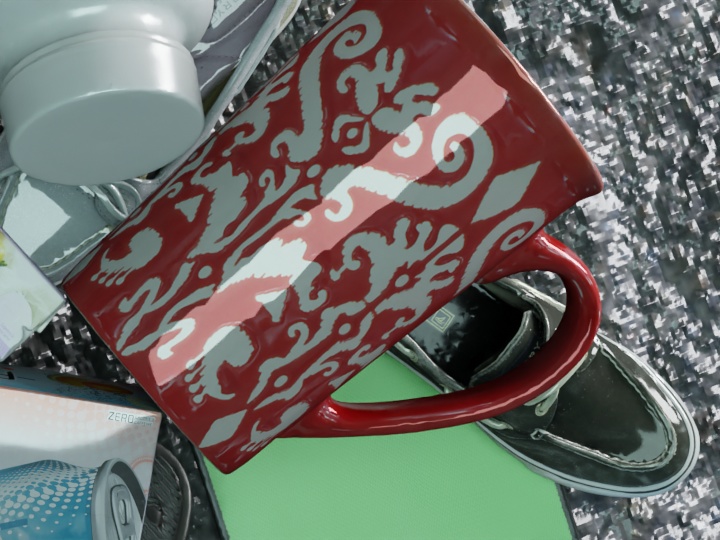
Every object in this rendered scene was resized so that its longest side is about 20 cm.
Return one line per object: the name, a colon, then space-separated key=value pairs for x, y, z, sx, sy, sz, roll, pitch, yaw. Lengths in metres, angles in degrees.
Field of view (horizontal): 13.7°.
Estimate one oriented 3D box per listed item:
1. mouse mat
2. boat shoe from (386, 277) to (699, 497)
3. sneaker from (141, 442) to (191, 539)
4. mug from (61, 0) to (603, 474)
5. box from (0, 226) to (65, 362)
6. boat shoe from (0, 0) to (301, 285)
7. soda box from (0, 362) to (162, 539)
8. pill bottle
mouse mat: x=0.018 y=0.119 z=1.374 sx=0.160 sy=0.008 sz=0.201 roll=-18 pitch=94 yaw=-8
boat shoe: x=0.068 y=0.043 z=1.345 sx=0.200 sy=0.064 sz=0.071 roll=30 pitch=86 yaw=-8
sneaker: x=-0.142 y=0.176 z=1.294 sx=0.083 sy=0.121 sz=0.200 roll=28 pitch=58 yaw=-8
mug: x=-0.003 y=-0.004 z=1.243 sx=0.200 sy=0.133 sz=0.178 roll=-40 pitch=80 yaw=-3
box: x=-0.200 y=-0.047 z=1.216 sx=0.039 sy=0.041 sz=0.200 roll=-43 pitch=96 yaw=-6
boat shoe: x=-0.098 y=-0.074 z=1.323 sx=0.074 sy=0.065 sz=0.202 roll=45 pitch=85 yaw=-7
soda box: x=-0.185 y=0.069 z=1.214 sx=0.199 sy=0.064 sz=0.069 roll=9 pitch=96 yaw=-11
pill bottle: x=-0.123 y=-0.142 z=1.258 sx=0.111 sy=0.111 sz=0.201 roll=-9 pitch=66 yaw=-8
